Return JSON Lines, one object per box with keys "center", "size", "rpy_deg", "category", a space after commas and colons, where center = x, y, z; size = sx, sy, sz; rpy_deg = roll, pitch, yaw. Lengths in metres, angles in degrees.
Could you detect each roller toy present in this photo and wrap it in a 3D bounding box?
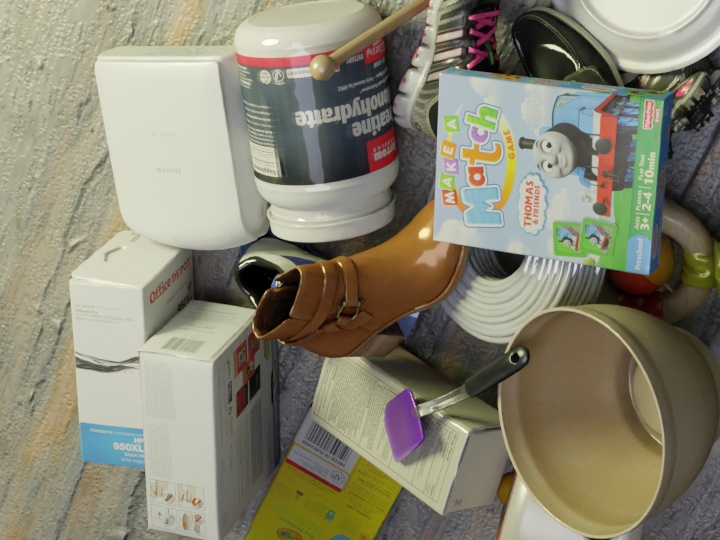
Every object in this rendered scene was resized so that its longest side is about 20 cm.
{"center": [0.200, 0.223, 1.540], "size": [0.138, 0.183, 0.202], "rpy_deg": [15, 116, 4], "category": "roller toy"}

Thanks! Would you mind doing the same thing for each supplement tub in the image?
{"center": [-0.038, -0.141, 1.491], "size": [0.139, 0.140, 0.202], "rpy_deg": [-2, 111, 17], "category": "supplement tub"}

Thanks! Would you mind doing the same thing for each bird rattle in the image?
{"center": [0.273, 0.006, 1.487], "size": [0.163, 0.113, 0.200], "rpy_deg": [43, 128, -12], "category": "bird rattle"}

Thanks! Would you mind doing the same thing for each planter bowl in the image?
{"center": [0.236, 0.120, 1.404], "size": [0.199, 0.134, 0.203], "rpy_deg": [18, 113, 50], "category": "planter bowl"}

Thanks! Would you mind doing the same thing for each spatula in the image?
{"center": [0.084, 0.114, 1.455], "size": [0.199, 0.020, 0.057], "rpy_deg": [-34, 63, 38], "category": "spatula"}

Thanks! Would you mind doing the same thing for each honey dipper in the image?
{"center": [0.030, -0.219, 1.416], "size": [0.038, 0.200, 0.038], "rpy_deg": [33, 144, 28], "category": "honey dipper"}

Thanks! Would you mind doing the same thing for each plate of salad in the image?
{"center": [0.257, -0.274, 1.399], "size": [0.198, 0.048, 0.202], "rpy_deg": [3, 96, 31], "category": "plate of salad"}

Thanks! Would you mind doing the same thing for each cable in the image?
{"center": [0.142, -0.031, 1.476], "size": [0.201, 0.069, 0.201], "rpy_deg": [-55, 54, 33], "category": "cable"}

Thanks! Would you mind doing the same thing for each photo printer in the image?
{"center": [-0.171, -0.118, 1.566], "size": [0.165, 0.069, 0.202], "rpy_deg": [5, 113, 30], "category": "photo printer"}

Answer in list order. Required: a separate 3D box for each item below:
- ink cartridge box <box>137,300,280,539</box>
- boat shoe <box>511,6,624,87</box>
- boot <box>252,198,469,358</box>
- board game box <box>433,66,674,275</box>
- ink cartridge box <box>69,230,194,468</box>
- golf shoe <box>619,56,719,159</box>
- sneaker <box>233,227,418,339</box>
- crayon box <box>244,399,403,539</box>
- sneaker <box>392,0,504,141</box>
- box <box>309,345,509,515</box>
{"center": [-0.149, 0.142, 1.621], "size": [0.083, 0.176, 0.202], "rpy_deg": [7, 112, 17], "category": "ink cartridge box"}
{"center": [0.193, -0.147, 1.407], "size": [0.072, 0.067, 0.201], "rpy_deg": [-40, 75, 38], "category": "boat shoe"}
{"center": [0.000, 0.000, 1.466], "size": [0.200, 0.154, 0.077], "rpy_deg": [-50, 48, 31], "category": "boot"}
{"center": [0.161, -0.086, 1.366], "size": [0.198, 0.037, 0.153], "rpy_deg": [10, 110, 24], "category": "board game box"}
{"center": [-0.228, 0.078, 1.632], "size": [0.083, 0.145, 0.202], "rpy_deg": [5, 113, 13], "category": "ink cartridge box"}
{"center": [0.248, -0.128, 1.464], "size": [0.088, 0.077, 0.200], "rpy_deg": [51, 121, 21], "category": "golf shoe"}
{"center": [-0.043, 0.029, 1.575], "size": [0.198, 0.115, 0.081], "rpy_deg": [21, 117, 6], "category": "sneaker"}
{"center": [-0.033, 0.240, 1.693], "size": [0.126, 0.051, 0.201], "rpy_deg": [30, 116, 3], "category": "crayon box"}
{"center": [0.100, -0.193, 1.426], "size": [0.087, 0.073, 0.201], "rpy_deg": [41, 126, 26], "category": "sneaker"}
{"center": [0.049, 0.147, 1.559], "size": [0.199, 0.077, 0.096], "rpy_deg": [33, 113, 39], "category": "box"}
